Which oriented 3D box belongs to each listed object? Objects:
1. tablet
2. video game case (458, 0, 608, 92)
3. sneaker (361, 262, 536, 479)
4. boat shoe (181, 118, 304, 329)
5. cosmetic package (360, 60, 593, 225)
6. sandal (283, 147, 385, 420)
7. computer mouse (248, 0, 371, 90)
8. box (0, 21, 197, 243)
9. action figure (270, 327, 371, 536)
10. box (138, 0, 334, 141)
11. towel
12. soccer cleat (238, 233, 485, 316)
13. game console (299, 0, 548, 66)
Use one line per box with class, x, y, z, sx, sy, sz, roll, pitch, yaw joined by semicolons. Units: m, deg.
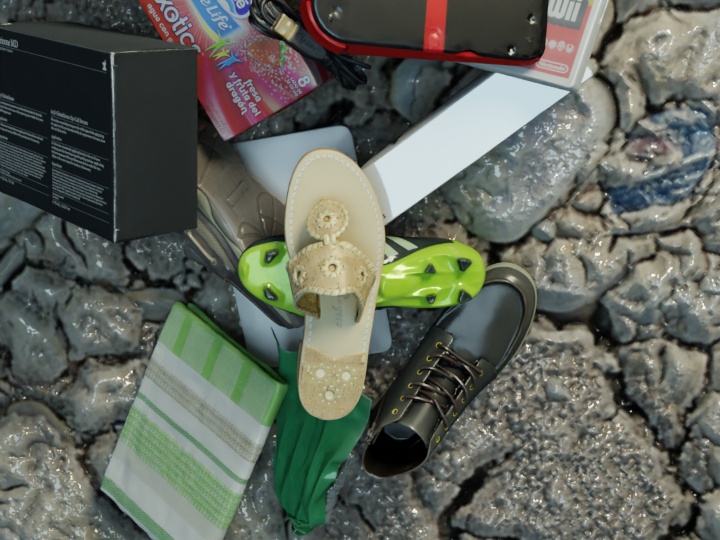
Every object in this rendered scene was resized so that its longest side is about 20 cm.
tablet;-0.053;-0.017;1.117;0.130;0.014;0.200;-8;104;12
video game case;0.125;-0.244;0.968;0.143;0.017;0.200;19;92;25
sneaker;0.076;0.088;1.076;0.075;0.106;0.200;35;108;-1
boat shoe;-0.108;-0.035;1.085;0.073;0.075;0.200;-18;112;43
cosmetic package;0.087;-0.117;1.029;0.200;0.083;0.051;-36;98;16
sandal;-0.017;0.018;0.982;0.078;0.070;0.212;-1;105;-7
computer mouse;-0.039;-0.239;0.990;0.044;0.110;0.200;-22;58;41
box;-0.210;-0.115;1.024;0.200;0.079;0.141;21;117;47
action figure;-0.040;0.153;1.129;0.118;0.055;0.200;37;132;34
box;-0.105;-0.216;1.019;0.095;0.100;0.200;-27;99;22
towel;-0.144;0.147;1.139;0.149;0.031;0.200;35;109;32
soccer cleat;0.000;0.000;1.059;0.200;0.081;0.068;2;104;-9
game console;0.050;-0.250;0.923;0.177;0.031;0.200;3;96;-10
